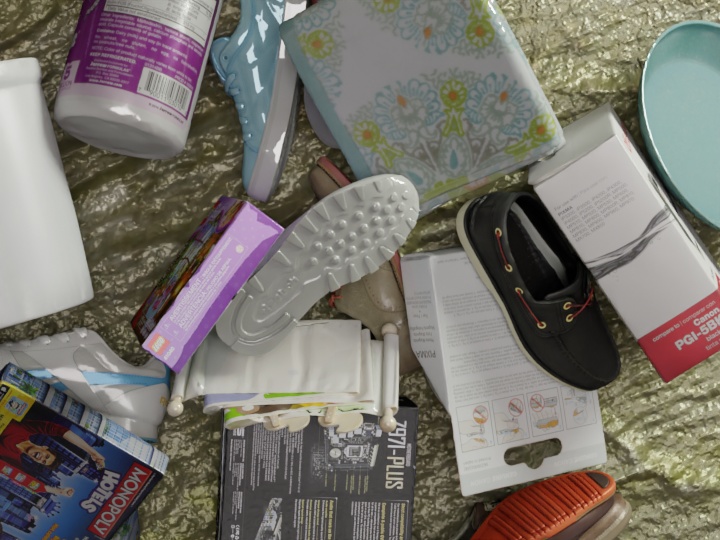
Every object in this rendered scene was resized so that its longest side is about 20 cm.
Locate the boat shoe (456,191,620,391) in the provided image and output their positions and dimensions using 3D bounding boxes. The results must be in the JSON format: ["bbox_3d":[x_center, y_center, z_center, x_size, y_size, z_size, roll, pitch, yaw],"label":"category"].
[{"bbox_3d":[0.157,0.020,1.482,0.074,0.063,0.202,-47,112,-30],"label":"boat shoe"}]

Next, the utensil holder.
[{"bbox_3d":[-0.316,-0.053,1.446,0.170,0.170,0.200,-14,95,-5],"label":"utensil holder"}]

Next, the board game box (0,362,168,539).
[{"bbox_3d":[-0.244,0.183,1.473,0.200,0.062,0.200,32,123,-14],"label":"board game box"}]

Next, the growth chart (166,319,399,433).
[{"bbox_3d":[-0.061,0.083,1.470,0.200,0.145,0.018,2,129,11],"label":"growth chart"}]

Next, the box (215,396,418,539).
[{"bbox_3d":[-0.040,0.205,1.516,0.163,0.086,0.200,2,91,-5],"label":"box"}]

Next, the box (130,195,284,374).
[{"bbox_3d":[-0.127,0.007,1.447,0.039,0.200,0.137,37,87,-10],"label":"box"}]

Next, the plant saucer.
[{"bbox_3d":[0.303,-0.114,1.532,0.200,0.036,0.200,15,63,-31],"label":"plant saucer"}]

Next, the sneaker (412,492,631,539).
[{"bbox_3d":[0.133,0.226,1.539,0.200,0.070,0.076,-26,100,-4],"label":"sneaker"}]

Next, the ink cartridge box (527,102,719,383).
[{"bbox_3d":[0.228,-0.027,1.493,0.083,0.147,0.200,-33,101,13],"label":"ink cartridge box"}]

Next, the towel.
[{"bbox_3d":[0.051,-0.149,1.462,0.171,0.048,0.200,-25,107,17],"label":"towel"}]

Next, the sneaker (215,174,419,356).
[{"bbox_3d":[-0.041,-0.017,1.475,0.200,0.081,0.076,-36,108,5],"label":"sneaker"}]

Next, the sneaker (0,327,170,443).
[{"bbox_3d":[-0.257,0.084,1.505,0.200,0.077,0.081,17,80,-11],"label":"sneaker"}]

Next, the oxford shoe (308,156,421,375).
[{"bbox_3d":[0.000,0.000,1.526,0.075,0.070,0.200,-30,93,0],"label":"oxford shoe"}]

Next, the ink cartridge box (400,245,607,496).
[{"bbox_3d":[0.123,0.075,1.519,0.162,0.057,0.200,-8,96,-32],"label":"ink cartridge box"}]

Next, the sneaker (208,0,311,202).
[{"bbox_3d":[-0.091,-0.159,1.519,0.082,0.074,0.200,8,82,3],"label":"sneaker"}]

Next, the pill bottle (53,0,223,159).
[{"bbox_3d":[-0.175,-0.201,1.477,0.112,0.112,0.200,15,77,-6],"label":"pill bottle"}]

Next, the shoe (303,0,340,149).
[{"bbox_3d":[-0.007,-0.208,1.523,0.071,0.091,0.200,4,120,6],"label":"shoe"}]

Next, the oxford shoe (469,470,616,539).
[{"bbox_3d":[0.133,0.238,1.492,0.200,0.071,0.073,-33,115,-6],"label":"oxford shoe"}]
